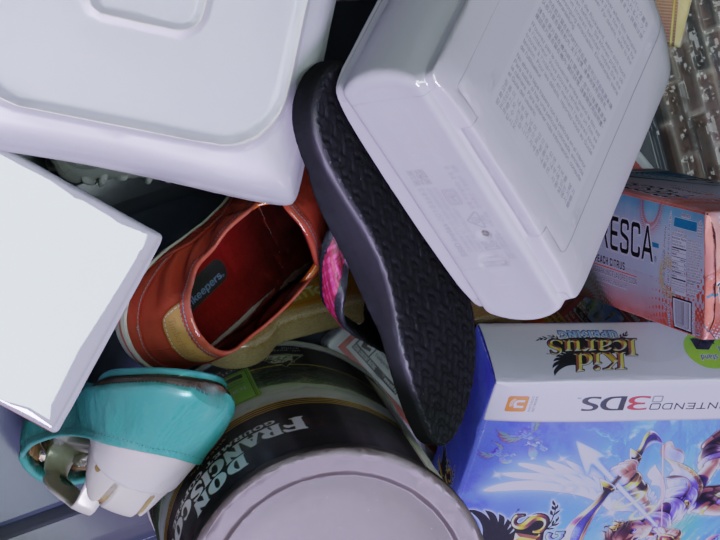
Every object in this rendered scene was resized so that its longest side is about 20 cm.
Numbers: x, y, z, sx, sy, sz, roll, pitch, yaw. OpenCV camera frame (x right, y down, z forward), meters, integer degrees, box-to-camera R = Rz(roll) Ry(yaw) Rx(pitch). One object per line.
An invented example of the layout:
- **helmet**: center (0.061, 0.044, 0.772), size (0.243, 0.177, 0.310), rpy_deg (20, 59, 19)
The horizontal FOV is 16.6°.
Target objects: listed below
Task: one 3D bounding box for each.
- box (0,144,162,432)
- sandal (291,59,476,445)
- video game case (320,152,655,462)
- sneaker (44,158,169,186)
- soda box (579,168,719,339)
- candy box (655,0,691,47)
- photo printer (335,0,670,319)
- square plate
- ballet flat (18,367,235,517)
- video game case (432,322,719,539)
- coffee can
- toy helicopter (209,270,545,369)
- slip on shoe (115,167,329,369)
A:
- **box**: center (-0.217, -0.024, 1.178), size (0.200, 0.152, 0.107), rpy_deg (30, 87, -17)
- **sandal**: center (0.005, -0.008, 1.175), size (0.075, 0.045, 0.200), rpy_deg (-53, 127, -50)
- **video game case**: center (0.095, 0.021, 1.346), size (0.200, 0.017, 0.143), rpy_deg (-43, 107, -6)
- **sneaker**: center (-0.111, -0.074, 1.250), size (0.200, 0.075, 0.081), rpy_deg (25, 100, -11)
- **soda box**: center (0.162, -0.012, 1.245), size (0.068, 0.200, 0.064), rpy_deg (-3, 99, -17)
- **candy box**: center (0.086, -0.197, 1.292), size (0.200, 0.056, 0.117), rpy_deg (14, 94, -16)
- **photo printer**: center (0.078, -0.103, 1.193), size (0.167, 0.069, 0.200), rpy_deg (54, 46, -35)
- **square plate**: center (-0.097, -0.140, 1.105), size (0.200, 0.028, 0.199), rpy_deg (10, 98, -22)
- **ballet flat**: center (-0.115, 0.085, 1.197), size (0.067, 0.200, 0.071), rpy_deg (16, 80, -24)
- **video game case**: center (0.129, 0.110, 1.298), size (0.181, 0.046, 0.200), rpy_deg (0, 134, -15)
- **coffee can**: center (-0.028, 0.129, 1.222), size (0.146, 0.200, 0.147), rpy_deg (-2, 103, -10)
- **toy helicopter**: center (0.000, 0.000, 1.263), size (0.200, 0.132, 0.079), rpy_deg (-16, 141, -23)
- **slip on shoe**: center (-0.034, -0.023, 1.196), size (0.200, 0.061, 0.074), rpy_deg (-45, 116, -27)
